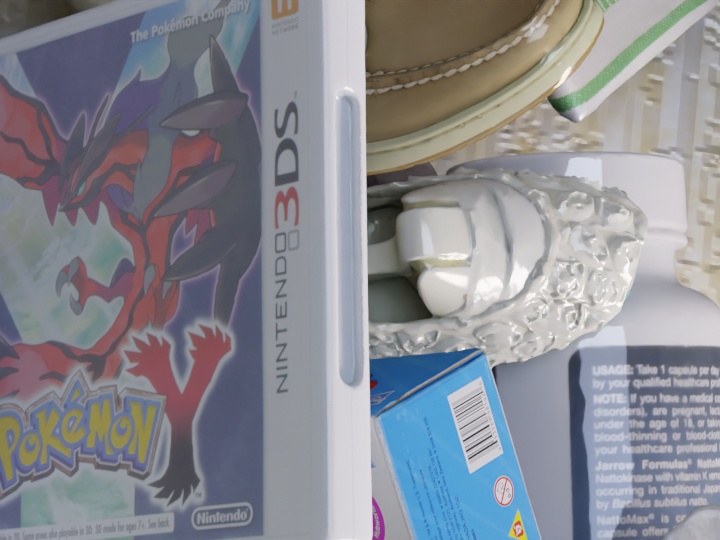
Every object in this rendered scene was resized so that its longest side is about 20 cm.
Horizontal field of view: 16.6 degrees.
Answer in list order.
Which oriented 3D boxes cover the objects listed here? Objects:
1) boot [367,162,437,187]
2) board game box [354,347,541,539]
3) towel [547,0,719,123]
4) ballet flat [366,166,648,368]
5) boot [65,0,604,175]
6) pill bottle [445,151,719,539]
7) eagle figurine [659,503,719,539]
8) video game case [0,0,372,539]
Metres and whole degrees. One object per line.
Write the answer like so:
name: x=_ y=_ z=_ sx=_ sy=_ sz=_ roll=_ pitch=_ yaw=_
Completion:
boot: x=-0.030 y=0.009 z=0.936 sx=0.146 sy=0.070 sz=0.200 roll=-13 pitch=89 yaw=-25
board game box: x=-0.019 y=0.133 z=0.817 sx=0.056 sy=0.196 sz=0.200 roll=-27 pitch=104 yaw=-44
towel: x=0.079 y=-0.171 z=0.913 sx=0.153 sy=0.023 sz=0.200 roll=-40 pitch=118 yaw=-46
ballet flat: x=0.000 y=0.000 z=0.841 sx=0.200 sy=0.072 sz=0.072 roll=-7 pitch=80 yaw=4
boot: x=-0.032 y=-0.110 z=0.809 sx=0.072 sy=0.200 sz=0.155 roll=-55 pitch=128 yaw=-42
pill bottle: x=0.080 y=0.061 z=0.914 sx=0.119 sy=0.120 sz=0.201 roll=0 pitch=85 yaw=-15
eagle figurine: x=0.135 y=0.190 z=0.833 sx=0.152 sy=0.200 sz=0.151 roll=25 pitch=59 yaw=4
video game case: x=-0.074 y=0.003 z=0.783 sx=0.023 sy=0.200 sz=0.183 roll=10 pitch=75 yaw=-44
